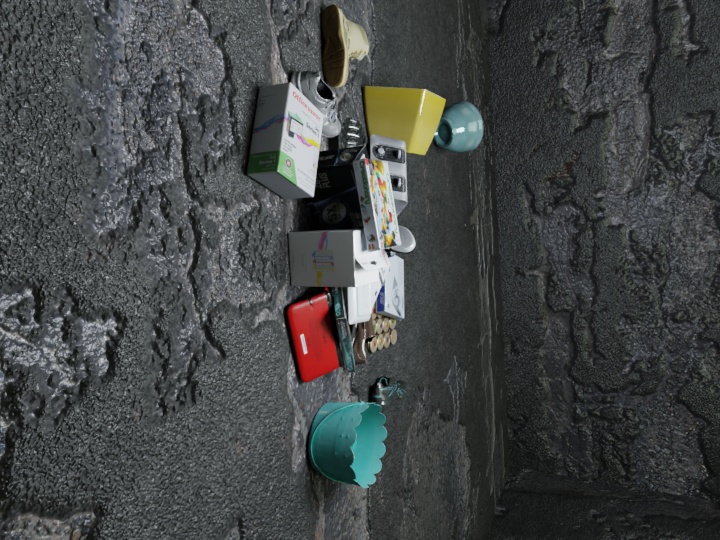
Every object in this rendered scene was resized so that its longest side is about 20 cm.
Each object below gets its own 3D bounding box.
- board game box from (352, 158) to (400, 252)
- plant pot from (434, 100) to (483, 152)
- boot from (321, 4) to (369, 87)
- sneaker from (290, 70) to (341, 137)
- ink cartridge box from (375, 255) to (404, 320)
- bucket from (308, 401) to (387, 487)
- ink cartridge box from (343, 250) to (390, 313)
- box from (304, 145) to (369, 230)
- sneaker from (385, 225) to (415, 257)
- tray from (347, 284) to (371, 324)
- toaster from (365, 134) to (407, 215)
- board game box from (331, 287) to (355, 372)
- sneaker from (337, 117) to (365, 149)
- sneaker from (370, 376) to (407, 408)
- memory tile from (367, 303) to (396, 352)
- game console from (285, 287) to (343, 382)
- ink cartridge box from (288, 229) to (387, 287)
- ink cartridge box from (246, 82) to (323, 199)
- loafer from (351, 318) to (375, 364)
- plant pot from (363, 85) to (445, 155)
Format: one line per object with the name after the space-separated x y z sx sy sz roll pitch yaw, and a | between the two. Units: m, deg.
0.040 -0.148 1.182 0.126 0.034 0.202 -17 98 -63 | board game box
0.373 -0.566 2.091 0.133 0.200 0.202 -23 114 -32 | plant pot
-0.035 -0.572 1.375 0.155 0.072 0.202 -6 90 -60 | boot
-0.090 -0.396 1.255 0.200 0.081 0.075 46 50 -54 | sneaker
0.107 0.052 1.673 0.200 0.040 0.202 24 63 -60 | ink cartridge box
-0.031 0.432 1.317 0.207 0.134 0.209 3 87 -64 | bucket
0.000 0.000 1.433 0.201 0.084 0.145 -65 143 -40 | ink cartridge box
-0.046 -0.185 1.256 0.086 0.162 0.201 -62 143 -43 | box
0.099 -0.075 1.513 0.073 0.199 0.112 -43 134 -16 | sneaker
0.001 0.032 1.322 0.107 0.022 0.202 -2 90 -60 | tray
0.052 -0.240 1.426 0.200 0.117 0.183 130 -37 -68 | toaster
-0.043 0.141 1.308 0.136 0.028 0.201 -100 -179 -49 | board game box
-0.037 -0.303 1.376 0.073 0.079 0.202 6 88 -26 | sneaker
0.095 0.370 1.637 0.200 0.075 0.080 -9 96 -63 | sneaker
0.070 0.173 1.650 0.200 0.017 0.155 -5 95 -64 | memory tile
-0.113 0.142 1.284 0.171 0.118 0.202 -20 110 -29 | game console
-0.049 -0.031 1.208 0.128 0.198 0.127 -15 103 -63 | ink cartridge box
-0.157 -0.275 1.119 0.145 0.083 0.202 28 65 -60 | ink cartridge box
0.011 0.172 1.457 0.073 0.070 0.202 71 31 -69 | loafer
0.126 -0.450 1.587 0.200 0.198 0.178 -17 117 -62 | plant pot
